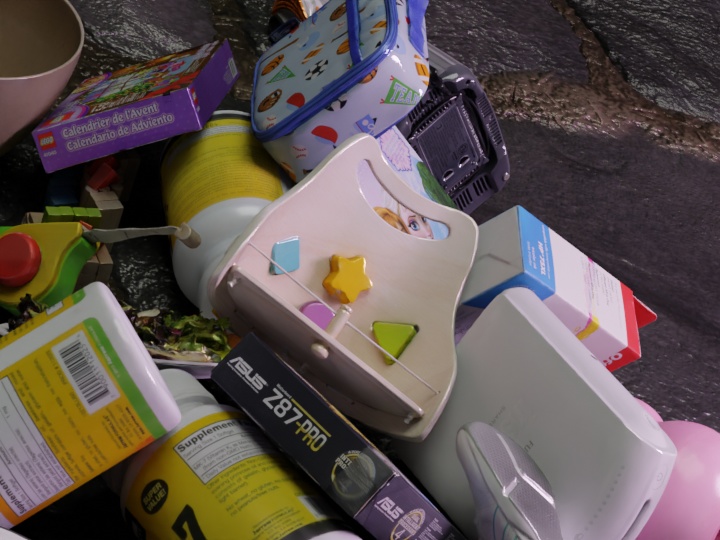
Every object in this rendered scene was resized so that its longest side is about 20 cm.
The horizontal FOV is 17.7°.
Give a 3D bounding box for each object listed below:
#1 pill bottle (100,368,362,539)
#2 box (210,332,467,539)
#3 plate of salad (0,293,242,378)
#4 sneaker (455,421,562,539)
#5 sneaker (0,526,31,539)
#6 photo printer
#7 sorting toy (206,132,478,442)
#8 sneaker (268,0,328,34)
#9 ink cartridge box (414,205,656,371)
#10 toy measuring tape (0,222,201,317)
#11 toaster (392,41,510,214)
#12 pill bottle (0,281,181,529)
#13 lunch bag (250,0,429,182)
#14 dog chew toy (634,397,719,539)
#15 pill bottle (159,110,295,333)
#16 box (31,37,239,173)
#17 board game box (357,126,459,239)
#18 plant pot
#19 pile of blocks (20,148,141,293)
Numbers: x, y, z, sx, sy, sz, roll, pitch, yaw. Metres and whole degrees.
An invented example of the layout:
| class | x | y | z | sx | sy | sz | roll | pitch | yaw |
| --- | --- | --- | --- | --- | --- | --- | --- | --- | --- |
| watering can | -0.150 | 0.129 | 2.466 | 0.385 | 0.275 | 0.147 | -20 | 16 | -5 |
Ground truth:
| class | x | y | z | sx | sy | sz | roll | pitch | yaw |
| --- | --- | --- | --- | --- | --- | --- | --- | --- | --- |
| pill bottle | -0.093 | 0.165 | 1.576 | 0.114 | 0.115 | 0.200 | -13 | 45 | -41 |
| box | -0.007 | 0.139 | 1.618 | 0.161 | 0.049 | 0.200 | 45 | -2 | 32 |
| plate of salad | -0.171 | 0.045 | 1.698 | 0.198 | 0.048 | 0.200 | 8 | 4 | -1 |
| sneaker | 0.108 | 0.202 | 1.617 | 0.070 | 0.080 | 0.201 | 1 | 57 | -56 |
| sneaker | -0.224 | 0.230 | 1.446 | 0.198 | 0.084 | 0.121 | 17 | 23 | -8 |
| photo printer | 0.131 | 0.136 | 1.700 | 0.069 | 0.167 | 0.200 | 16 | 26 | -50 |
| sorting toy | 0.000 | 0.000 | 1.727 | 0.200 | 0.107 | 0.181 | 39 | 72 | -13 |
| sneaker | -0.010 | -0.207 | 2.201 | 0.091 | 0.076 | 0.201 | 4 | 37 | -31 |
| ink cartridge box | 0.142 | 0.041 | 1.835 | 0.200 | 0.116 | 0.068 | 34 | 40 | -39 |
| toy measuring tape | -0.217 | 0.001 | 1.750 | 0.198 | 0.074 | 0.074 | -1 | 27 | 21 |
| toaster | 0.042 | -0.133 | 2.026 | 0.114 | 0.200 | 0.129 | -42 | 52 | -11 |
| pill bottle | -0.228 | 0.103 | 1.523 | 0.199 | 0.111 | 0.111 | -31 | 48 | -3 |
| lunch bag | -0.014 | -0.167 | 1.887 | 0.076 | 0.160 | 0.200 | 45 | 19 | -23 |
| dog chew toy | 0.199 | 0.153 | 1.759 | 0.199 | 0.125 | 0.124 | 30 | 33 | 30 |
| pill bottle | -0.100 | -0.032 | 1.859 | 0.111 | 0.113 | 0.201 | 9 | 34 | -17 |
| box | -0.184 | -0.140 | 1.927 | 0.136 | 0.039 | 0.200 | -16 | 15 | 10 |
| board game box | 0.035 | -0.007 | 1.872 | 0.200 | 0.041 | 0.200 | 51 | 30 | -14 |
| plant pot | -0.337 | -0.158 | 1.888 | 0.199 | 0.135 | 0.201 | 14 | 34 | -9 |
| pile of blocks | -0.227 | -0.058 | 1.871 | 0.081 | 0.062 | 0.201 | 16 | 33 | -8 |
